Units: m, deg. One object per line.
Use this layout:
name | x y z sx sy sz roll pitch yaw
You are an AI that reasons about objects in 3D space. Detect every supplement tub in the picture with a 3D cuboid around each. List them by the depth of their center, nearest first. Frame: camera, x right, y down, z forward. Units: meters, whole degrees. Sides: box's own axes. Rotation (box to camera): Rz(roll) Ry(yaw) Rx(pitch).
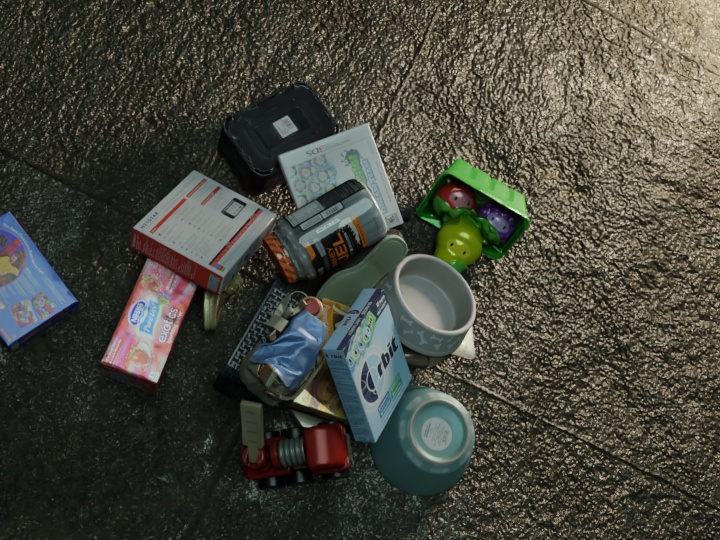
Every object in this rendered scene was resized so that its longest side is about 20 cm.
supplement tub | -0.065 -0.065 1.547 0.200 0.123 0.123 -31 82 -10

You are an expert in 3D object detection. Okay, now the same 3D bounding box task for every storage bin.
storage bin | -0.163 0.129 1.527 0.094 0.135 0.200 29 65 -5
storage bin | -0.157 -0.254 1.683 0.200 0.094 0.135 -32 82 -23

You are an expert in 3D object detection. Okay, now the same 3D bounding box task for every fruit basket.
fruit basket | 0.211 -0.090 1.720 0.215 0.156 0.216 15 49 -18

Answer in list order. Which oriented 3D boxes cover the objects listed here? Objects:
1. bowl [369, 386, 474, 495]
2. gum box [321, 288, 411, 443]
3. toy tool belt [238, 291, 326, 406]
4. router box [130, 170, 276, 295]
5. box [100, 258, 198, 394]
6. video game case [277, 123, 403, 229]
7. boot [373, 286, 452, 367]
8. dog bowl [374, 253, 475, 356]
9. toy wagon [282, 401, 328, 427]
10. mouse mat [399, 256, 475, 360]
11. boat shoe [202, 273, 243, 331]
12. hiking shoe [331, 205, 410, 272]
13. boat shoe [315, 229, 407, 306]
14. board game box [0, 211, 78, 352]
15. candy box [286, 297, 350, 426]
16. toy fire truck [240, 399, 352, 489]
bowl | 0.125 0.296 1.572 0.200 0.105 0.202 6 69 -15
gum box | 0.015 0.161 1.499 0.170 0.044 0.201 -54 136 -46
toy tool belt | -0.108 0.113 1.406 0.125 0.123 0.200 33 65 -4
router box | -0.272 -0.071 1.546 0.179 0.049 0.200 29 44 6
box | -0.359 0.095 1.504 0.102 0.095 0.201 22 66 -7
video game case | -0.036 -0.148 1.625 0.182 0.024 0.201 -22 98 -13
boot | 0.093 0.093 1.662 0.146 0.070 0.201 -6 67 -28
dog bowl | 0.125 0.056 1.619 0.199 0.059 0.201 18 48 -22
toy wagon | -0.042 0.206 1.590 0.200 0.040 0.155 -32 83 -25
mouse mat | 0.144 0.069 1.667 0.160 0.008 0.201 17 50 -22
boat shoe | -0.243 0.015 1.579 0.066 0.074 0.201 9 69 -7
hiking shoe | 0.016 -0.052 1.689 0.200 0.076 0.101 -26 88 -14
boat shoe | 0.000 0.000 1.617 0.201 0.061 0.072 -37 114 11
board game box | -0.594 0.018 1.489 0.134 0.045 0.200 -36 84 -24
candy box | -0.046 0.161 1.551 0.115 0.055 0.201 21 65 -12
toy fire truck | -0.118 0.280 1.432 0.175 0.200 0.129 -10 73 8
